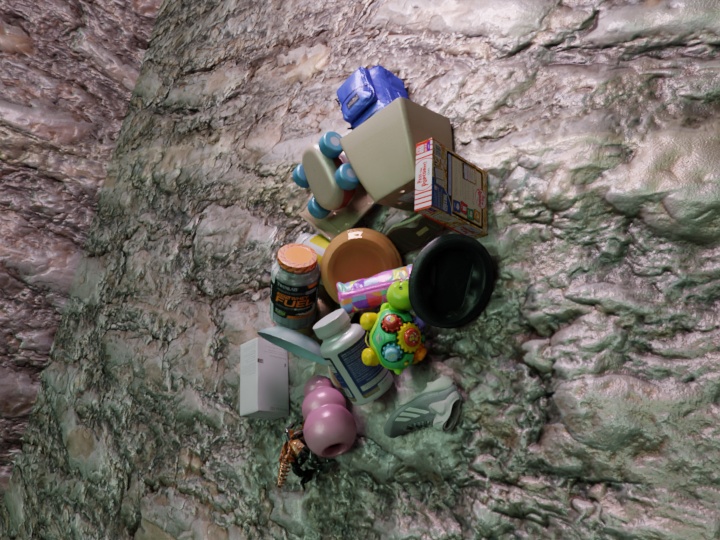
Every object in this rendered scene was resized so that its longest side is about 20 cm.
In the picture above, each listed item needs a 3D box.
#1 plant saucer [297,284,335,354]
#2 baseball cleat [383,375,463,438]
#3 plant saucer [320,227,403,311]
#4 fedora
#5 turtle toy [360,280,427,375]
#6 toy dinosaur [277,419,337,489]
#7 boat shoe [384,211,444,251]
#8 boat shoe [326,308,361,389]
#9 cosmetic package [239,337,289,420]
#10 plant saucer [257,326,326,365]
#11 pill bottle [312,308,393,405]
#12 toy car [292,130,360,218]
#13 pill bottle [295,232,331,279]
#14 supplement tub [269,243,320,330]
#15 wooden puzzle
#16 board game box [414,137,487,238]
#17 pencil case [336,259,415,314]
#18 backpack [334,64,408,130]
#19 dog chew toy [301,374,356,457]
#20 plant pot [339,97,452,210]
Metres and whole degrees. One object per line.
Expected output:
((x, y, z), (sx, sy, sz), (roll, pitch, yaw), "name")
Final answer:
((-0.147, 0.129, 1.677), (0.200, 0.035, 0.201), (-19, 62, 41), "plant saucer")
((0.129, 0.308, 1.303), (0.200, 0.070, 0.107), (-49, 46, 23), "baseball cleat")
((0.000, 0.000, 1.484), (0.200, 0.037, 0.201), (1, 96, 10), "plant saucer")
((0.181, 0.017, 1.317), (0.201, 0.200, 0.092), (-64, 13, 6), "fedora")
((0.082, 0.122, 1.340), (0.101, 0.145, 0.201), (-13, 77, 55), "turtle toy")
((-0.145, 0.437, 1.481), (0.200, 0.136, 0.102), (-44, 10, -35), "toy dinosaur")
((0.139, -0.105, 1.459), (0.202, 0.075, 0.075), (-23, 24, 46), "boat shoe")
((-0.033, 0.186, 1.513), (0.072, 0.076, 0.201), (-12, 70, 39), "boat shoe")
((-0.257, 0.292, 1.675), (0.081, 0.113, 0.201), (-27, 59, 37), "cosmetic package")
((-0.159, 0.179, 1.558), (0.201, 0.201, 0.039), (6, 68, 47), "plant saucer")
((-0.020, 0.190, 1.397), (0.111, 0.111, 0.200), (-24, 101, 38), "pill bottle")
((-0.034, -0.251, 1.589), (0.184, 0.200, 0.177), (-38, 75, 51), "toy car")
((-0.087, -0.033, 1.619), (0.200, 0.111, 0.112), (28, 96, 47), "pill bottle")
((-0.163, 0.040, 1.554), (0.123, 0.122, 0.200), (54, 146, 42), "supplement tub")
((-0.041, -0.168, 1.643), (0.200, 0.046, 0.185), (-42, 44, -7), "wooden puzzle")
((0.195, -0.167, 1.315), (0.046, 0.200, 0.152), (-13, 66, 43), "board game box")
((0.045, 0.043, 1.421), (0.199, 0.088, 0.089), (-16, 61, 11), "pencil case")
((0.033, -0.400, 1.595), (0.162, 0.168, 0.200), (-41, 53, 36), "backpack")
((-0.083, 0.335, 1.477), (0.125, 0.124, 0.200), (-45, 43, 25), "dog chew toy")
((0.102, -0.253, 1.460), (0.200, 0.199, 0.178), (-28, 68, 36), "plant pot")
